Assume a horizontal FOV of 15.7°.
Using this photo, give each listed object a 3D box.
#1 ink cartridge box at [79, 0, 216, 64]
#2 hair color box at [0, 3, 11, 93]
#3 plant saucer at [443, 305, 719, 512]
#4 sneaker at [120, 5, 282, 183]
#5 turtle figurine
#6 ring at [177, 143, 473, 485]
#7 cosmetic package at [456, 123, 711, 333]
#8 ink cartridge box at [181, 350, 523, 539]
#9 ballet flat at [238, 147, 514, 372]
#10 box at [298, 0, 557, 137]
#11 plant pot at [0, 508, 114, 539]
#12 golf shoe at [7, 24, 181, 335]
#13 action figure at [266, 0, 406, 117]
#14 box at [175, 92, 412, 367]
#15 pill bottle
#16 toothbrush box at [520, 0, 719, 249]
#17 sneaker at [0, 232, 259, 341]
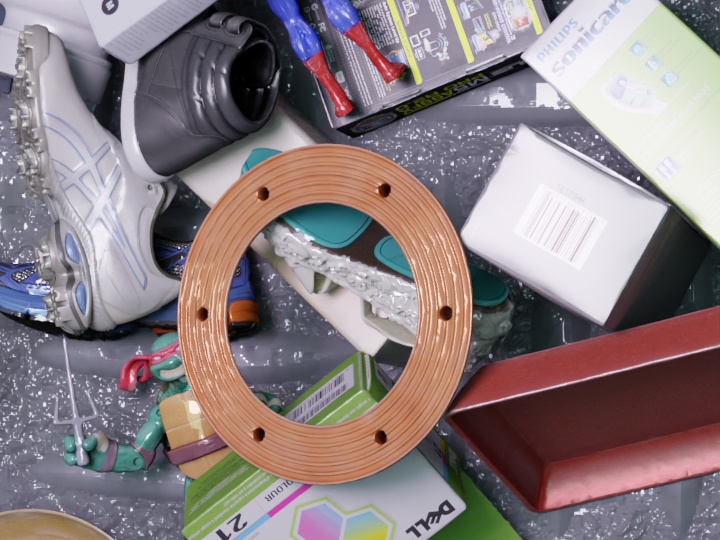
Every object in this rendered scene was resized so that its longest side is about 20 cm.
[{"bbox_3d":[-0.110,-0.261,1.603,0.200,0.041,0.200,-34,63,15],"label":"ink cartridge box"},{"bbox_3d":[-0.309,-0.164,1.710,0.099,0.200,0.061,10,88,17],"label":"hair color box"},{"bbox_3d":[0.169,0.080,1.559,0.200,0.200,0.037,-14,64,15],"label":"plant saucer"},{"bbox_3d":[-0.098,-0.159,1.633,0.099,0.071,0.201,-14,69,28],"label":"sneaker"},{"bbox_3d":[-0.102,0.112,1.679,0.149,0.101,0.200,-23,94,26],"label":"turtle figurine"},{"bbox_3d":[-0.020,0.026,1.531,0.200,0.019,0.201,-2,86,28],"label":"ring"},{"bbox_3d":[0.138,-0.016,1.569,0.107,0.200,0.090,30,95,14],"label":"cosmetic package"},{"bbox_3d":[0.009,0.174,1.610,0.148,0.076,0.200,-39,104,10],"label":"ink cartridge box"},{"bbox_3d":[0.000,0.000,1.584,0.200,0.072,0.072,31,94,19],"label":"ballet flat"},{"bbox_3d":[0.027,-0.208,1.698,0.160,0.044,0.200,-22,80,13],"label":"box"},{"bbox_3d":[-0.216,0.259,1.737,0.199,0.027,0.201,-1,85,17],"label":"plant pot"},{"bbox_3d":[-0.169,-0.063,1.664,0.097,0.078,0.201,-12,96,-13],"label":"golf shoe"},{"bbox_3d":[-0.050,-0.199,1.671,0.065,0.099,0.200,-34,99,9],"label":"action figure"},{"bbox_3d":[-0.026,-0.034,1.673,0.200,0.095,0.078,44,98,17],"label":"box"},{"bbox_3d":[-0.182,-0.217,1.724,0.111,0.111,0.201,17,90,17],"label":"pill bottle"},{"bbox_3d":[0.208,-0.082,1.582,0.086,0.146,0.200,-46,76,8],"label":"toothbrush box"},{"bbox_3d":[-0.162,0.004,1.728,0.199,0.075,0.079,2,77,8],"label":"sneaker"}]
